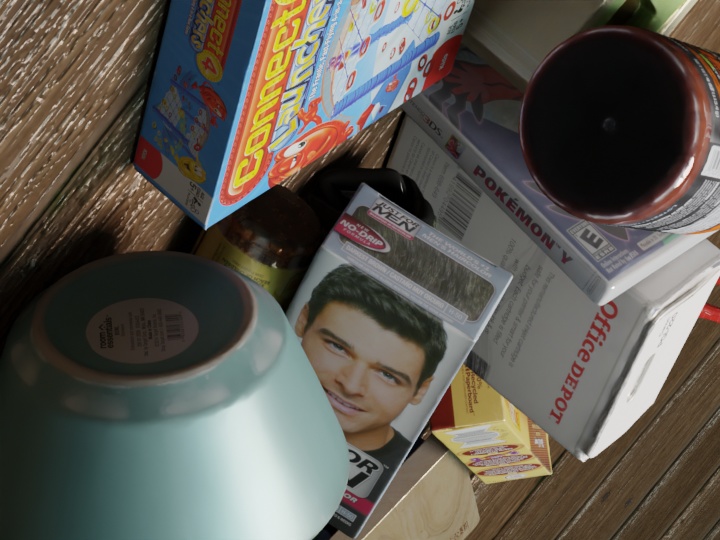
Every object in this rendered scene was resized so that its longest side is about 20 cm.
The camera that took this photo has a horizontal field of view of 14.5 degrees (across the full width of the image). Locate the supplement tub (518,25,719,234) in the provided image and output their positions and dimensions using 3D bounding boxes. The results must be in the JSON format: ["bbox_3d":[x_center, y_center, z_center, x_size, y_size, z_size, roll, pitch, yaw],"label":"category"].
[{"bbox_3d":[0.168,-0.074,1.557,0.107,0.107,0.200,-54,160,14],"label":"supplement tub"}]

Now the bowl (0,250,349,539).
[{"bbox_3d":[-0.106,0.063,1.452,0.201,0.200,0.105,-33,135,-38],"label":"bowl"}]

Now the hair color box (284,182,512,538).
[{"bbox_3d":[-0.001,0.054,1.585,0.061,0.099,0.200,-56,176,-44],"label":"hair color box"}]

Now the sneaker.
[{"bbox_3d":[0.000,0.000,1.697,0.076,0.115,0.199,-12,174,-21],"label":"sneaker"}]

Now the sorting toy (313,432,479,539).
[{"bbox_3d":[-0.012,0.201,2.046,0.199,0.070,0.200,-45,160,-11],"label":"sorting toy"}]

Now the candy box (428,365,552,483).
[{"bbox_3d":[0.086,0.071,1.943,0.056,0.117,0.200,-9,164,12],"label":"candy box"}]

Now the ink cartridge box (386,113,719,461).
[{"bbox_3d":[0.107,-0.004,1.726,0.085,0.200,0.146,-32,155,-39],"label":"ink cartridge box"}]

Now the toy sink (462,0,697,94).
[{"bbox_3d":[0.140,-0.192,1.585,0.200,0.112,0.130,-50,161,1],"label":"toy sink"}]

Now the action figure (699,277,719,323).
[{"bbox_3d":[0.169,-0.030,1.880,0.065,0.199,0.099,103,3,-47],"label":"action figure"}]

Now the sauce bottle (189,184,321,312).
[{"bbox_3d":[-0.088,0.041,1.599,0.066,0.066,0.200,-22,149,-52],"label":"sauce bottle"}]

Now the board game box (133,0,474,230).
[{"bbox_3d":[-0.013,-0.143,1.428,0.196,0.056,0.200,-35,156,-36],"label":"board game box"}]

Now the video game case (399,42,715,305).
[{"bbox_3d":[0.139,-0.083,1.679,0.200,0.182,0.023,-30,160,-43],"label":"video game case"}]
